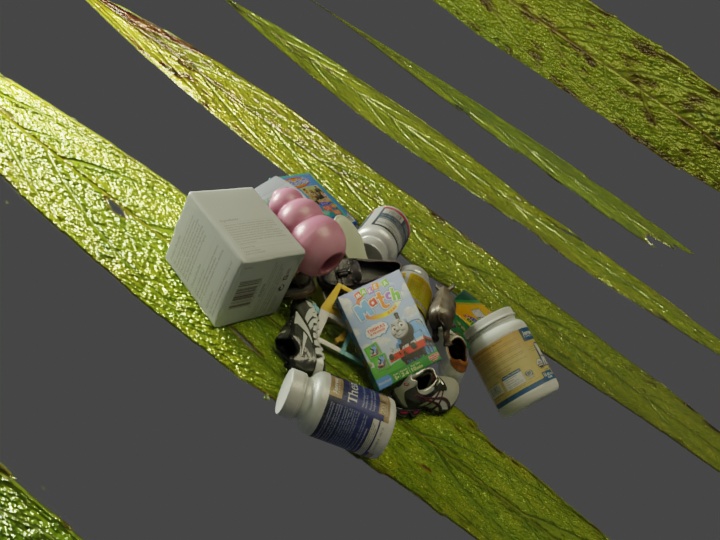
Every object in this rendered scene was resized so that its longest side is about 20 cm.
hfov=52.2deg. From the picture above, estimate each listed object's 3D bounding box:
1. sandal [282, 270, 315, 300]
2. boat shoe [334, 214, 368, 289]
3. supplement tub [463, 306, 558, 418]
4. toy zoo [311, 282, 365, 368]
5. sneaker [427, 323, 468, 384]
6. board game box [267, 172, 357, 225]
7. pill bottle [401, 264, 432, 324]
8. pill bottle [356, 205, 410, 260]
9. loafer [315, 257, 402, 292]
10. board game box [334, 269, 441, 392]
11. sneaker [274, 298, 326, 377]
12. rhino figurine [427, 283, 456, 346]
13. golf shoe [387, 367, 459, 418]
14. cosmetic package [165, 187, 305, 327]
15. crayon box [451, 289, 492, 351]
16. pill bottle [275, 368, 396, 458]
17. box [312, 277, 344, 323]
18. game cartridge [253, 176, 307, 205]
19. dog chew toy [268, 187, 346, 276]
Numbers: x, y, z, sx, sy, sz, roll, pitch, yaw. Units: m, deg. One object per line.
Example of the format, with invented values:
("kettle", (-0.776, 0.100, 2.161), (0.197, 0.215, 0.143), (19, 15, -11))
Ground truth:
("sandal", (-0.136, 0.003, 1.542), (0.080, 0.056, 0.201), (-14, 28, 6))
("boat shoe", (-0.018, -0.024, 1.647), (0.071, 0.060, 0.205), (-26, 88, -44))
("supplement tub", (0.321, 0.198, 1.589), (0.143, 0.144, 0.203), (-9, 66, -46))
("toy zoo", (-0.013, 0.115, 1.500), (0.197, 0.020, 0.133), (28, 70, -4))
("sneaker", (0.201, 0.157, 1.638), (0.071, 0.086, 0.202), (13, 35, -23))
("board game box", (-0.123, -0.158, 1.821), (0.200, 0.045, 0.150), (47, 36, 21))
("pill bottle", (0.102, 0.074, 1.637), (0.111, 0.114, 0.201), (28, 33, -4))
("pill bottle", (0.042, -0.065, 1.767), (0.118, 0.121, 0.201), (32, 32, 2))
("loafer", (0.000, 0.000, 1.570), (0.196, 0.063, 0.074), (-4, 74, -32))
("board game box", (0.055, 0.120, 1.483), (0.148, 0.037, 0.204), (-23, 79, -19))
("sneaker", (-0.125, 0.122, 1.424), (0.089, 0.067, 0.203), (14, 38, -27))
("rhino figurine", (0.183, 0.084, 1.618), (0.058, 0.090, 0.201), (-3, 21, 12))
("golf shoe", (0.144, 0.239, 1.478), (0.197, 0.089, 0.078), (-5, 45, -45))
("cosmetic package", (-0.246, -0.032, 1.433), (0.164, 0.169, 0.201), (-12, 52, -48))
("crayon box", (0.287, 0.147, 1.746), (0.199, 0.059, 0.118), (41, 33, 14))
("pill bottle", (-0.044, 0.244, 1.287), (0.196, 0.112, 0.112), (23, 33, -14))
("box", (-0.073, 0.028, 1.609), (0.074, 0.051, 0.202), (11, 37, -26))
("game cartridge", (-0.178, -0.131, 1.681), (0.132, 0.041, 0.200), (-32, 59, -25))
("dog chew toy", (-0.117, -0.087, 1.495), (0.123, 0.125, 0.201), (-15, 59, -49))
